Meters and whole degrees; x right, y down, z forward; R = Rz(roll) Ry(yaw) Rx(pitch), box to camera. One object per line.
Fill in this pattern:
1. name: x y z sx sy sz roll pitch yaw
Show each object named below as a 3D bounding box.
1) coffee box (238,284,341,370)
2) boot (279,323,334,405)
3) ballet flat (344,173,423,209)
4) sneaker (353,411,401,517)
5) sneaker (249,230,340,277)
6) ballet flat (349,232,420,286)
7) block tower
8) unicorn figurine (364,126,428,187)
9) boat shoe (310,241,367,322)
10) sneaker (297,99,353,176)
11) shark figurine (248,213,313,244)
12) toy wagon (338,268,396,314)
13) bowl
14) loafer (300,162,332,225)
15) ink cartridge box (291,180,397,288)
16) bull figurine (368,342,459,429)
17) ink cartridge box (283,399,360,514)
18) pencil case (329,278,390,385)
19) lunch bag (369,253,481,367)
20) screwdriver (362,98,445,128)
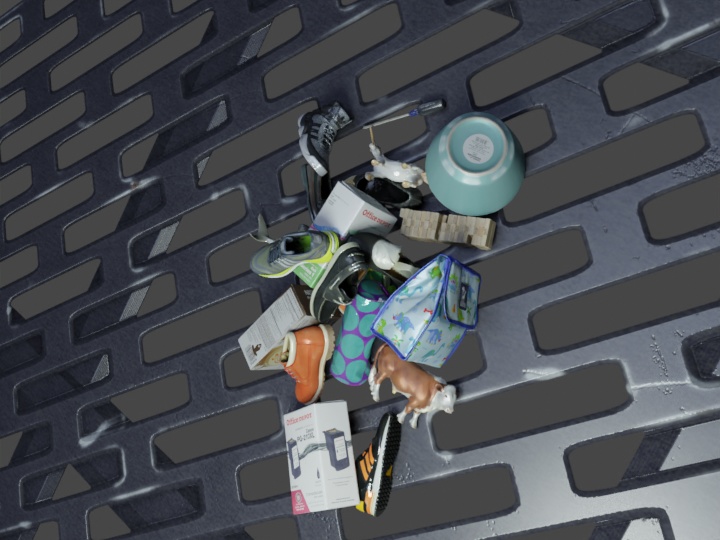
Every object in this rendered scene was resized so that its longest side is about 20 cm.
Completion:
1. coffee box: -0.151 0.122 1.662 0.200 0.113 0.081 -43 62 28
2. boot: -0.125 0.199 1.628 0.075 0.105 0.203 51 138 46
3. ballet flat: 0.043 -0.171 1.654 0.197 0.057 0.068 13 86 32
4. sneaker: 0.019 0.376 1.559 0.088 0.070 0.205 9 87 28
5. sneaker: -0.139 -0.040 1.508 0.197 0.080 0.076 -18 71 28
6. ballet flat: 0.069 -0.017 1.535 0.068 0.198 0.069 -3 60 57
7. block tower: 0.171 -0.081 1.563 0.197 0.054 0.059 11 86 32
8. unicorn figurine: 0.065 -0.214 1.623 0.198 0.137 0.075 32 110 11
9. boat shoe: -0.042 0.038 1.511 0.068 0.071 0.202 53 135 26
10. sneaker: -0.073 -0.299 1.712 0.113 0.075 0.202 -31 43 18
11. shark figurine: -0.144 -0.077 1.753 0.212 0.128 0.091 3 56 48
12. toy wagon: 0.000 0.000 1.658 0.152 0.039 0.205 -10 76 29
13. bowl: 0.218 -0.218 1.490 0.196 0.105 0.206 -2 76 7
14. loafer: -0.081 -0.154 1.720 0.062 0.072 0.204 -23 68 18
15. ink cartridge box: -0.034 -0.059 1.582 0.084 0.144 0.202 38 100 31
16. bull figurine: 0.099 0.231 1.540 0.199 0.065 0.123 39 101 27
17. ink cartridge box: -0.081 0.375 1.580 0.144 0.083 0.205 -30 63 52
18. pencil case: 0.002 0.125 1.578 0.085 0.090 0.204 -116 39 -63
19. lunch bag: 0.141 0.073 1.484 0.127 0.169 0.202 37 98 30
20. screwdriver: 0.091 -0.324 1.674 0.197 0.028 0.030 -17 101 29
